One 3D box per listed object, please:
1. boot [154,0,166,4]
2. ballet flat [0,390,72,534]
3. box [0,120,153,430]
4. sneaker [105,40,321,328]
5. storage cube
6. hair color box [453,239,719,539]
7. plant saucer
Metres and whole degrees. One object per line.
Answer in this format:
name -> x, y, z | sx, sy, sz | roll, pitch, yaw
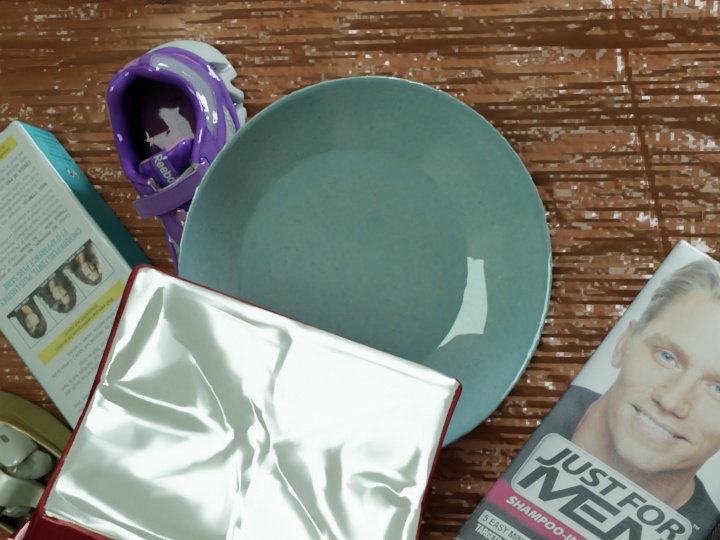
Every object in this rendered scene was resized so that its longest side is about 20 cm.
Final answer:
boot -> -0.197, -0.186, 1.354 | 0.199, 0.068, 0.189 | 19, 83, 11
ballet flat -> -0.168, 0.124, 1.300 | 0.199, 0.063, 0.069 | 30, 100, 18
box -> -0.151, 0.019, 1.313 | 0.082, 0.049, 0.200 | -41, 75, 11
sneaker -> -0.083, -0.034, 1.277 | 0.080, 0.088, 0.201 | -27, 80, 11
storage cube -> -0.071, 0.137, 1.153 | 0.199, 0.171, 0.180 | 21, 134, -3
hair color box -> 0.140, 0.092, 1.165 | 0.100, 0.061, 0.200 | 32, 67, 17
plant saucer -> 0.000, 0.000, 1.243 | 0.200, 0.039, 0.202 | -1, 94, -15
